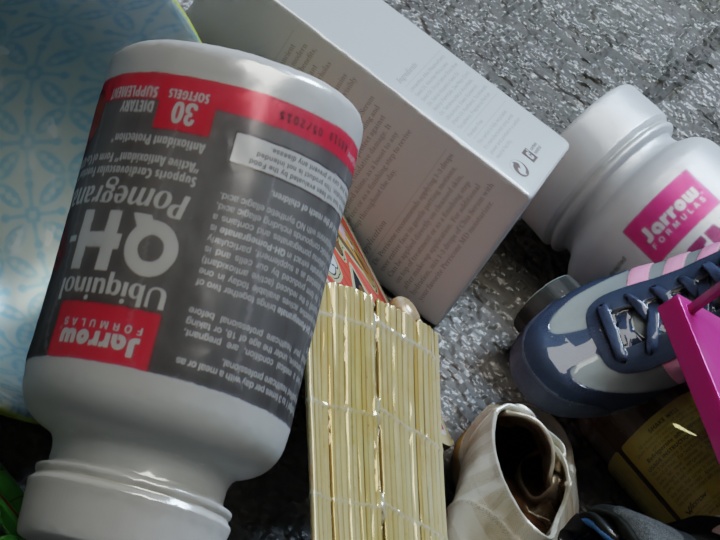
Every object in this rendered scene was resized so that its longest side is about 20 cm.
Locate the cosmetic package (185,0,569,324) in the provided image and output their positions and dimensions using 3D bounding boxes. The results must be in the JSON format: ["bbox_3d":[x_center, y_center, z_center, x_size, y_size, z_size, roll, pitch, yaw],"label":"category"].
[{"bbox_3d":[-0.004,-0.078,1.292,0.200,0.102,0.071,38,35,2],"label":"cosmetic package"}]

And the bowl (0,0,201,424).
[{"bbox_3d":[-0.158,-0.039,1.060,0.107,0.202,0.200,4,15,38],"label":"bowl"}]

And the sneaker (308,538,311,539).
[{"bbox_3d":[-0.026,0.161,1.029,0.082,0.077,0.199,52,39,12],"label":"sneaker"}]

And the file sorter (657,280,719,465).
[{"bbox_3d":[0.261,0.070,1.163,0.199,0.125,0.140,27,35,-45],"label":"file sorter"}]

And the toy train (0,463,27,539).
[{"bbox_3d":[-0.187,0.066,1.035,0.200,0.042,0.056,48,27,16],"label":"toy train"}]

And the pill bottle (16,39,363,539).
[{"bbox_3d":[-0.073,0.019,0.998,0.110,0.111,0.202,19,76,-21],"label":"pill bottle"}]

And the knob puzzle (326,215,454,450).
[{"bbox_3d":[0.000,0.000,1.182,0.221,0.030,0.220,60,6,-11],"label":"knob puzzle"}]

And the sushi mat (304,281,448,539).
[{"bbox_3d":[0.008,0.104,1.049,0.095,0.012,0.201,25,53,-44],"label":"sushi mat"}]

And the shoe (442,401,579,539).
[{"bbox_3d":[0.077,0.102,1.165,0.070,0.054,0.200,35,21,-2],"label":"shoe"}]

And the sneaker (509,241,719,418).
[{"bbox_3d":[0.168,0.013,1.222,0.199,0.082,0.071,-18,70,-20],"label":"sneaker"}]

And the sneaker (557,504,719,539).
[{"bbox_3d":[0.132,0.134,1.124,0.111,0.073,0.200,29,2,-13],"label":"sneaker"}]

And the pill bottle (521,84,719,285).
[{"bbox_3d":[0.184,0.001,1.343,0.200,0.114,0.113,45,37,13],"label":"pill bottle"}]

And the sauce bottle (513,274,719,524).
[{"bbox_3d":[0.155,0.087,1.265,0.064,0.065,0.200,-17,62,-48],"label":"sauce bottle"}]
